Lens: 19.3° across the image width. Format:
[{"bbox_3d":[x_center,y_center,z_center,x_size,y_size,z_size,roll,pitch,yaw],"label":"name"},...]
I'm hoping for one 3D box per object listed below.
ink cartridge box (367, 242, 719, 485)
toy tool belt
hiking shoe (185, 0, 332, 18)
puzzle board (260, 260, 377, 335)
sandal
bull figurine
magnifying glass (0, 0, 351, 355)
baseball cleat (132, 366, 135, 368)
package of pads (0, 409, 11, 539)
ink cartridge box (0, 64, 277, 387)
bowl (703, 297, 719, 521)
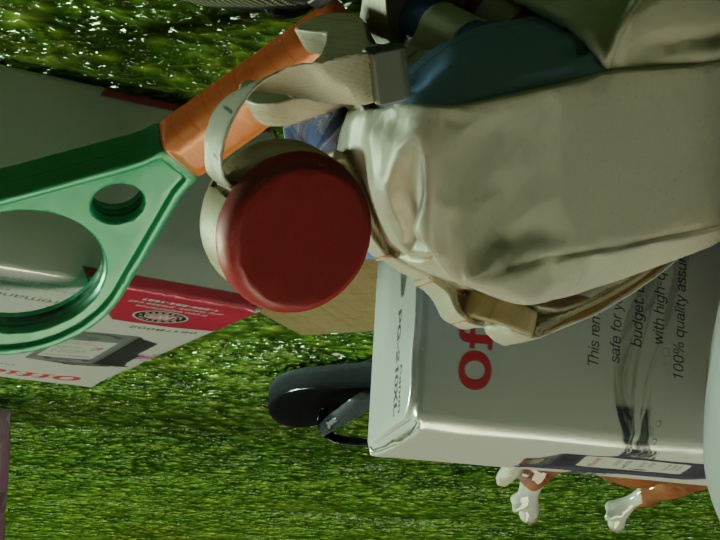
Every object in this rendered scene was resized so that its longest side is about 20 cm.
[{"bbox_3d":[0.107,0.002,0.784,0.199,0.146,0.084,6,167,-12],"label":"ink cartridge box"},{"bbox_3d":[0.028,-0.042,0.669,0.199,0.126,0.123,-15,-158,-21],"label":"toy tool belt"},{"bbox_3d":[-0.011,-0.108,0.561,0.199,0.076,0.101,8,176,17],"label":"hiking shoe"},{"bbox_3d":[0.000,0.000,1.064,0.150,0.018,0.200,-4,165,21],"label":"puzzle board"},{"bbox_3d":[0.012,0.083,1.327,0.076,0.043,0.200,15,161,-40],"label":"sandal"},{"bbox_3d":[0.153,0.091,1.132,0.199,0.065,0.121,17,138,-31],"label":"bull figurine"},{"bbox_3d":[-0.082,-0.033,0.762,0.199,0.022,0.080,-32,134,20],"label":"magnifying glass"},{"bbox_3d":[-0.201,0.005,1.048,0.199,0.070,0.106,20,167,-23],"label":"baseball cleat"},{"bbox_3d":[-0.305,0.196,1.516,0.075,0.201,0.120,7,169,-35],"label":"package of pads"},{"bbox_3d":[-0.142,-0.013,0.902,0.147,0.086,0.200,9,162,-25],"label":"ink cartridge box"},{"bbox_3d":[0.185,-0.006,0.670,0.199,0.075,0.201,-32,146,-27],"label":"bowl"}]
